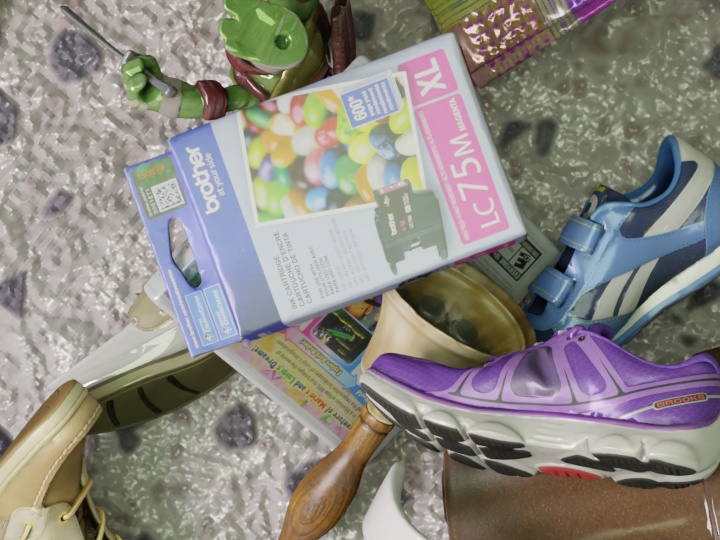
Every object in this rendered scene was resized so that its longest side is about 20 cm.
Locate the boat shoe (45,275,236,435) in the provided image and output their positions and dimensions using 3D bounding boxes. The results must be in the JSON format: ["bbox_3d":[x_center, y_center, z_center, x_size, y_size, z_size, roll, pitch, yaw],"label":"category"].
[{"bbox_3d":[-0.104,0.033,1.378,0.200,0.075,0.068,-26,70,-3],"label":"boat shoe"}]

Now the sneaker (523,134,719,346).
[{"bbox_3d":[0.140,-0.001,1.349,0.200,0.074,0.082,-38,106,-6],"label":"sneaker"}]

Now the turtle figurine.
[{"bbox_3d":[-0.080,-0.159,1.308,0.144,0.194,0.200,-24,90,-17],"label":"turtle figurine"}]

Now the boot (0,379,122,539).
[{"bbox_3d":[-0.153,0.165,1.334,0.155,0.073,0.200,35,130,3],"label":"boot"}]

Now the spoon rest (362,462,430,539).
[{"bbox_3d":[0.089,0.176,1.203,0.200,0.061,0.099,29,113,7],"label":"spoon rest"}]

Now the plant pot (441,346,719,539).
[{"bbox_3d":[0.158,0.144,1.301,0.198,0.200,0.201,-10,88,12],"label":"plant pot"}]

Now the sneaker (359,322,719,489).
[{"bbox_3d":[0.099,0.065,1.220,0.200,0.081,0.084,6,70,17],"label":"sneaker"}]

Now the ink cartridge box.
[{"bbox_3d":[-0.021,-0.039,1.241,0.200,0.042,0.120,-20,86,5],"label":"ink cartridge box"}]

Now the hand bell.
[{"bbox_3d":[0.006,0.091,1.328,0.104,0.104,0.200,36,114,4],"label":"hand bell"}]

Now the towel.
[{"bbox_3d":[0.105,-0.212,1.348,0.200,0.023,0.144,-31,84,31],"label":"towel"}]

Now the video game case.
[{"bbox_3d":[0.000,0.000,1.330,0.182,0.024,0.200,-47,128,2],"label":"video game case"}]
